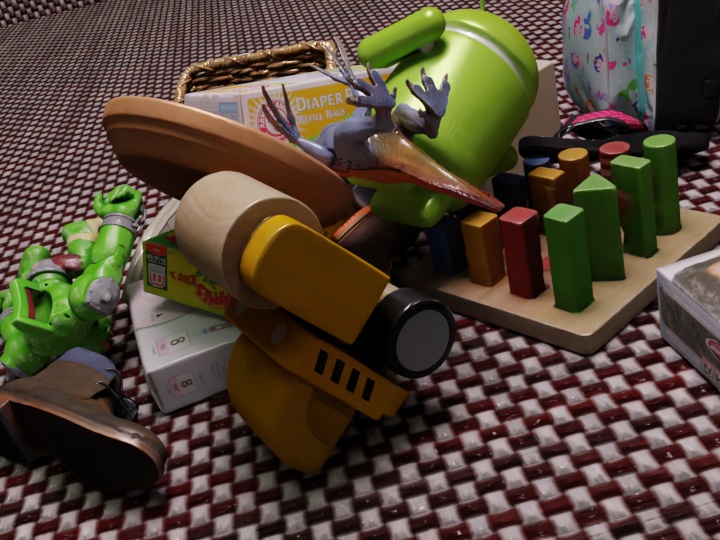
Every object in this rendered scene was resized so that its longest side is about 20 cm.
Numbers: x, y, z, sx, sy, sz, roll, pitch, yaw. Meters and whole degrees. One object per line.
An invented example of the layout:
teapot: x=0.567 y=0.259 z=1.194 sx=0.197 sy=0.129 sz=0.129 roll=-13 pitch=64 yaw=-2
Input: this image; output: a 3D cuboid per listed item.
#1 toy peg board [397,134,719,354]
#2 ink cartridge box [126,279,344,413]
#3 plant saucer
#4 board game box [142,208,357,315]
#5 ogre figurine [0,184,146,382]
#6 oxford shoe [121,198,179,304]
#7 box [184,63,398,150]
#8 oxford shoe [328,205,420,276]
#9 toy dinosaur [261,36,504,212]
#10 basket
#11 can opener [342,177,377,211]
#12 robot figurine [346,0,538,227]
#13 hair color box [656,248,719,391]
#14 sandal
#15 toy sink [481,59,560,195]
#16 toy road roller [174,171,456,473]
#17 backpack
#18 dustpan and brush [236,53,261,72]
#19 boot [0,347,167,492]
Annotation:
toy peg board: x=0.160 y=-0.046 z=0.764 sx=0.200 sy=0.098 sz=0.199 roll=-33 pitch=33 yaw=-32
ink cartridge box: x=-0.094 y=0.030 z=0.793 sx=0.199 sy=0.057 sz=0.163 roll=-24 pitch=29 yaw=-9
plant saucer: x=-0.103 y=-0.071 z=0.700 sx=0.200 sy=0.200 sz=0.038 roll=11 pitch=77 yaw=39
board game box: x=-0.089 y=-0.022 z=0.822 sx=0.101 sy=0.048 sz=0.200 roll=14 pitch=24 yaw=25
ogre figurine: x=-0.266 y=0.021 z=0.818 sx=0.199 sy=0.098 sz=0.120 roll=-21 pitch=45 yaw=10
oxford shoe: x=-0.180 y=-0.032 z=0.933 sx=0.058 sy=0.075 sz=0.200 roll=29 pitch=39 yaw=-1
box: x=-0.054 y=-0.137 z=0.899 sx=0.199 sy=0.102 sz=0.112 roll=-18 pitch=19 yaw=-33
oxford shoe: x=0.000 y=0.000 z=0.783 sx=0.072 sy=0.071 sz=0.200 roll=37 pitch=39 yaw=20
toy dinosaur: x=-0.017 y=-0.086 z=0.682 sx=0.105 sy=0.201 sz=0.181 roll=-18 pitch=-13 yaw=-33
basket: x=-0.116 y=-0.159 z=1.042 sx=0.199 sy=0.150 sz=0.143 roll=-5 pitch=29 yaw=15
can opener: x=0.042 y=-0.136 z=0.860 sx=0.200 sy=0.079 sz=0.063 roll=-45 pitch=15 yaw=-20
robot figurine: x=0.073 y=-0.131 z=0.764 sx=0.115 sy=0.176 sz=0.200 roll=13 pitch=62 yaw=46
hair color box: x=0.315 y=0.015 z=0.620 sx=0.199 sy=0.061 sz=0.099 roll=-18 pitch=28 yaw=-6
sandal: x=0.239 y=-0.130 z=0.879 sx=0.199 sy=0.045 sz=0.075 roll=-5 pitch=0 yaw=-17
toy sink: x=0.095 y=-0.164 z=0.993 sx=0.200 sy=0.112 sz=0.130 roll=16 pitch=40 yaw=44
toy road roller: x=-0.048 y=0.042 z=0.612 sx=0.146 sy=0.200 sz=0.123 roll=-57 pitch=36 yaw=-3
backpack: x=0.296 y=-0.244 z=0.984 sx=0.150 sy=0.178 sz=0.200 roll=-7 pitch=24 yaw=2
dustpan and brush: x=-0.061 y=-0.190 z=1.140 sx=0.199 sy=0.140 sz=0.057 roll=25 pitch=51 yaw=13
boot: x=-0.196 y=0.099 z=0.683 sx=0.199 sy=0.075 sz=0.097 roll=5 pitch=36 yaw=35
